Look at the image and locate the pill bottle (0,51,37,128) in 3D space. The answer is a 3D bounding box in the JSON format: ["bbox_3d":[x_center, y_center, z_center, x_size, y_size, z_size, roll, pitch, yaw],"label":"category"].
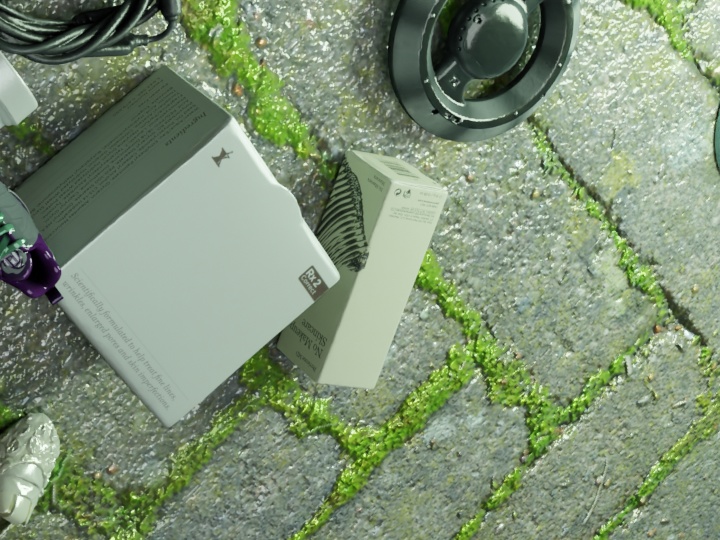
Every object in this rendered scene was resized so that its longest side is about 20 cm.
[{"bbox_3d":[-0.346,-0.096,1.495,0.200,0.116,0.116,-39,130,-9],"label":"pill bottle"}]

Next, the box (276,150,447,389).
[{"bbox_3d":[0.000,0.000,1.804,0.068,0.082,0.200,9,108,-37],"label":"box"}]

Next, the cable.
[{"bbox_3d":[-0.215,-0.240,1.535,0.200,0.051,0.164,-5,116,-39],"label":"cable"}]

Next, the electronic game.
[{"bbox_3d":[0.112,-0.209,1.789,0.200,0.042,0.200,-15,121,-26],"label":"electronic game"}]

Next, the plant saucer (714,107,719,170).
[{"bbox_3d":[0.449,-0.156,2.049,0.200,0.036,0.200,-16,123,-27],"label":"plant saucer"}]

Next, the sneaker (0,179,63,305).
[{"bbox_3d":[-0.272,-0.041,1.451,0.074,0.088,0.200,-45,153,0],"label":"sneaker"}]

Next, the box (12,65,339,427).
[{"bbox_3d":[-0.159,-0.020,1.653,0.200,0.131,0.199,-41,130,-9],"label":"box"}]

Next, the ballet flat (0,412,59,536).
[{"bbox_3d":[-0.318,0.214,1.717,0.200,0.072,0.072,-49,131,-2],"label":"ballet flat"}]
